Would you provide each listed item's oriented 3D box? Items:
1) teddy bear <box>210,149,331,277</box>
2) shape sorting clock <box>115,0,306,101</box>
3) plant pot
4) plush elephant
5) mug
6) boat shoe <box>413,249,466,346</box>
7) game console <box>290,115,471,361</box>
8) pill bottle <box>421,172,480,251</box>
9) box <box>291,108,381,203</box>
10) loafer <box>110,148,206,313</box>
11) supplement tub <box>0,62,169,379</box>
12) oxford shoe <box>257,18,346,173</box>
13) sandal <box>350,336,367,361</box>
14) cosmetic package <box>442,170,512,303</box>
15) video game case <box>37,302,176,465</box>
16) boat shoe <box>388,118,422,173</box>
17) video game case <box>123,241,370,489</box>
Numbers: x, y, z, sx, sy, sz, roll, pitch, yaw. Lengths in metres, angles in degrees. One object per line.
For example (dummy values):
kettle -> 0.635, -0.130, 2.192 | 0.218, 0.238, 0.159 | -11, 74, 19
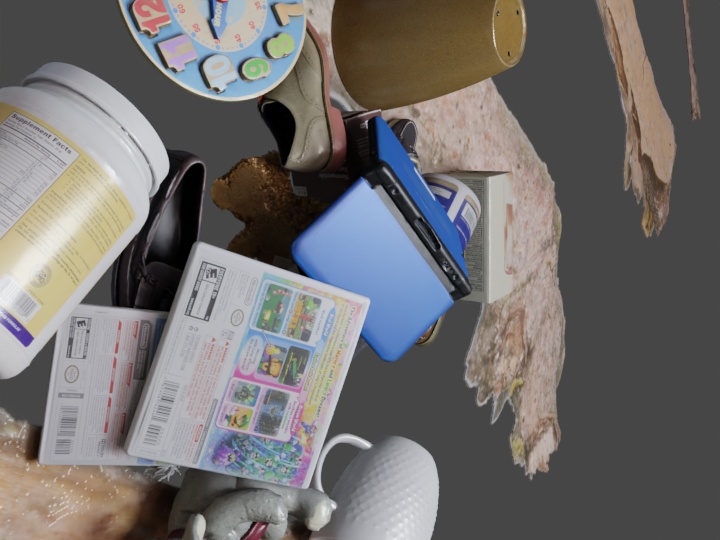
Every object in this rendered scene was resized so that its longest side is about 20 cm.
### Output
teddy bear -> -0.079, -0.029, 0.763 | 0.145, 0.200, 0.067 | -49, -176, 6
shape sorting clock -> -0.135, -0.262, 0.665 | 0.200, 0.039, 0.200 | -3, 95, -34
plant pot -> 0.098, -0.298, 0.886 | 0.186, 0.200, 0.187 | -15, 109, -51
plush elephant -> -0.149, 0.277, 0.695 | 0.200, 0.165, 0.155 | 31, 54, -21
mug -> 0.013, 0.305, 0.945 | 0.200, 0.148, 0.175 | 42, 50, -15
boat shoe -> 0.106, 0.015, 1.059 | 0.068, 0.072, 0.200 | 27, 74, -53
game console -> 0.025, -0.034, 0.765 | 0.200, 0.118, 0.171 | 52, 22, -34
pill bottle -> 0.083, -0.029, 0.983 | 0.200, 0.116, 0.116 | -61, 139, -26
box -> -0.022, -0.088, 0.845 | 0.075, 0.100, 0.200 | -30, 119, -46
loafer -> -0.187, -0.017, 0.664 | 0.072, 0.063, 0.200 | 6, 91, -52
supplement tub -> -0.248, -0.039, 0.508 | 0.200, 0.145, 0.145 | -59, 138, -29
oxford shoe -> -0.076, -0.198, 0.741 | 0.075, 0.070, 0.200 | -9, 73, -36
sandal -> -0.027, 0.081, 0.883 | 0.076, 0.043, 0.200 | 40, 89, -32
cosmetic package -> 0.184, -0.058, 1.127 | 0.087, 0.103, 0.200 | -17, 111, -50
video game case -> -0.183, 0.110, 0.653 | 0.200, 0.018, 0.143 | 8, 90, -25
boat shoe -> 0.052, -0.137, 0.944 | 0.072, 0.065, 0.200 | 66, 35, -36
video game case -> -0.102, 0.095, 0.662 | 0.182, 0.024, 0.200 | 19, 88, -25
